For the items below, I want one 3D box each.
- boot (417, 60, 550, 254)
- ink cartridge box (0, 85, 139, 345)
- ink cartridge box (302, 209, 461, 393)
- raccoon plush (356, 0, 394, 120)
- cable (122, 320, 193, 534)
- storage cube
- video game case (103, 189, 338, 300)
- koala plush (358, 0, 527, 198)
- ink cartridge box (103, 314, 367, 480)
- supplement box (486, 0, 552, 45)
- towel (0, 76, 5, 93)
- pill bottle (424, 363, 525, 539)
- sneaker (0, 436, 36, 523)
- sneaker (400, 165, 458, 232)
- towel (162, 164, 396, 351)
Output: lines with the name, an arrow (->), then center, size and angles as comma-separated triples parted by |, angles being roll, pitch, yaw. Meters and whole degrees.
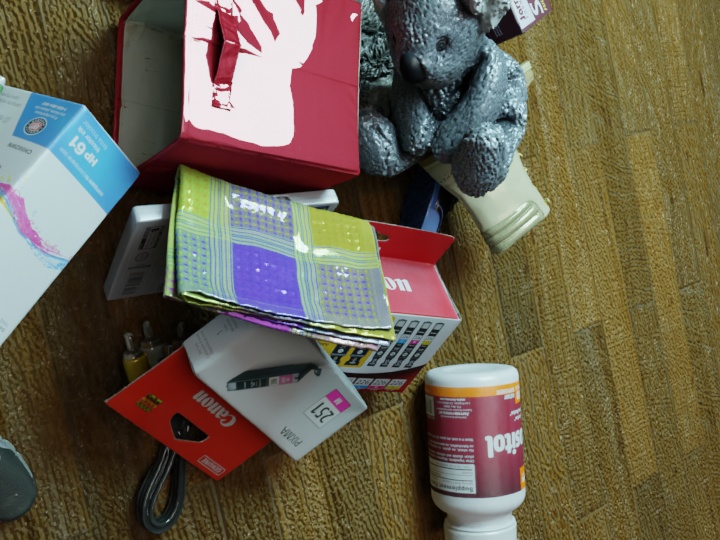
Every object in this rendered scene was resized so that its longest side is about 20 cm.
boot -> 0.170, -0.134, 0.929 | 0.156, 0.073, 0.200 | 49, 60, -14
ink cartridge box -> -0.300, -0.044, 0.640 | 0.201, 0.143, 0.085 | -58, 144, -21
ink cartridge box -> -0.008, 0.039, 0.813 | 0.198, 0.176, 0.084 | 6, 44, -32
raccoon plush -> -0.030, -0.237, 0.896 | 0.198, 0.097, 0.135 | 28, 86, 2
cable -> -0.188, 0.150, 0.789 | 0.097, 0.050, 0.203 | -8, 105, -50
storage cube -> -0.116, -0.165, 0.746 | 0.178, 0.199, 0.173 | 7, 79, -36
video game case -> -0.133, -0.025, 0.764 | 0.198, 0.143, 0.018 | -9, 65, -33
koala plush -> 0.078, -0.211, 0.782 | 0.185, 0.176, 0.201 | -55, 142, -30
ink cartridge box -> -0.105, 0.124, 0.738 | 0.173, 0.044, 0.200 | -37, 139, -2
supplement box -> 0.105, -0.295, 0.894 | 0.061, 0.199, 0.110 | -40, 109, -28
towel -> -0.391, -0.107, 0.620 | 0.151, 0.023, 0.201 | 29, 69, 10
pill bottle -> 0.136, 0.216, 0.941 | 0.112, 0.112, 0.203 | -4, 90, -33
sneaker -> -0.337, 0.145, 0.633 | 0.200, 0.115, 0.075 | 46, 65, -22
sneaker -> 0.110, -0.113, 0.966 | 0.077, 0.070, 0.202 | 23, 75, -24
towel -> -0.064, -0.012, 0.675 | 0.198, 0.023, 0.145 | 16, 47, -25
